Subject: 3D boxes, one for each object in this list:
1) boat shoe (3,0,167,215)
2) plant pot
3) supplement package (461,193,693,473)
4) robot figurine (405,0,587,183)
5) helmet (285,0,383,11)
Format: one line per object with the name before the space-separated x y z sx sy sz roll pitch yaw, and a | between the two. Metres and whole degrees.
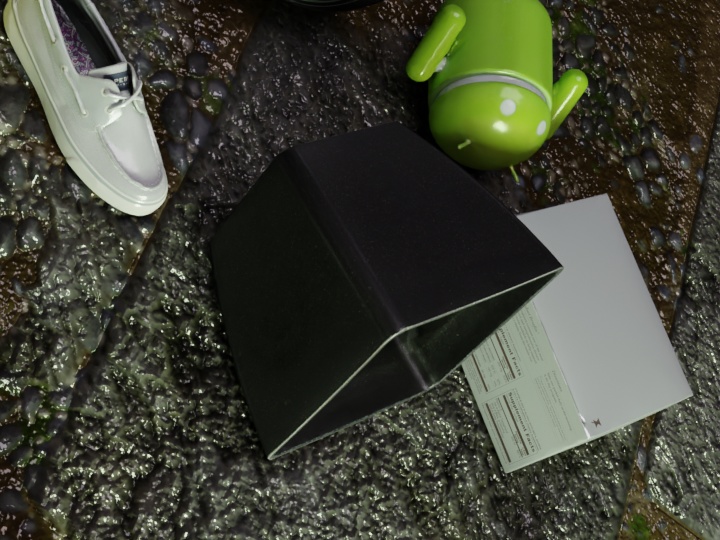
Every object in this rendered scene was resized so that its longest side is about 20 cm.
boat shoe | -0.200 -0.140 1.179 0.072 0.068 0.201 -21 83 -43
plant pot | 0.000 0.000 1.202 0.199 0.200 0.178 -17 70 -42
supplement package | 0.175 0.053 1.363 0.155 0.111 0.201 -14 79 -42
robot figurine | 0.121 -0.182 1.429 0.175 0.115 0.201 23 56 -32
helmet | -0.032 -0.323 1.325 0.200 0.189 0.202 2 90 -67
